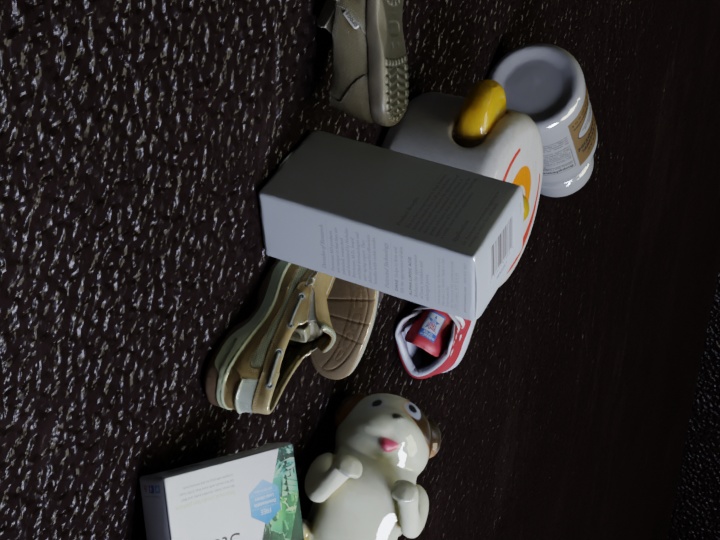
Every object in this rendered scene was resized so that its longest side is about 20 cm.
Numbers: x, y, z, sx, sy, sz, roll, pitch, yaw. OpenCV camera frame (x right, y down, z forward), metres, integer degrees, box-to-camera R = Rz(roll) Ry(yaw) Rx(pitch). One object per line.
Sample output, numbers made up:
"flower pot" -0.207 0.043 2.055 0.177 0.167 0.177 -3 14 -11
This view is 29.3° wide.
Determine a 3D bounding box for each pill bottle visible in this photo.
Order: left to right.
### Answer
"pill bottle" 0.218 -0.168 1.610 0.116 0.113 0.200 -67 157 -15

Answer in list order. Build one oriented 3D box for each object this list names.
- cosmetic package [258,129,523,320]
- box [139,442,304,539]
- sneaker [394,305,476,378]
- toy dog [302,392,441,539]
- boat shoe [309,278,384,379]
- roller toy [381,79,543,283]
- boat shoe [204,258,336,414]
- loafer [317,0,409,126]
"cosmetic package" 0.025 -0.040 1.135 0.102 0.198 0.075 -51 148 -41
"box" -0.102 0.252 1.111 0.143 0.036 0.204 -8 93 -47
"sneaker" 0.096 0.025 1.511 0.112 0.070 0.203 -18 123 -67
"toy dog" 0.012 0.223 1.369 0.194 0.138 0.203 51 57 -78
"boat shoe" 0.000 0.000 1.272 0.065 0.071 0.203 -2 101 -60
"roller toy" 0.103 -0.078 1.370 0.182 0.138 0.203 31 75 -67
"boat shoe" -0.052 0.046 1.172 0.201 0.075 0.072 -59 153 -32
"loafer" -0.001 -0.220 1.135 0.076 0.066 0.204 -6 95 -69
